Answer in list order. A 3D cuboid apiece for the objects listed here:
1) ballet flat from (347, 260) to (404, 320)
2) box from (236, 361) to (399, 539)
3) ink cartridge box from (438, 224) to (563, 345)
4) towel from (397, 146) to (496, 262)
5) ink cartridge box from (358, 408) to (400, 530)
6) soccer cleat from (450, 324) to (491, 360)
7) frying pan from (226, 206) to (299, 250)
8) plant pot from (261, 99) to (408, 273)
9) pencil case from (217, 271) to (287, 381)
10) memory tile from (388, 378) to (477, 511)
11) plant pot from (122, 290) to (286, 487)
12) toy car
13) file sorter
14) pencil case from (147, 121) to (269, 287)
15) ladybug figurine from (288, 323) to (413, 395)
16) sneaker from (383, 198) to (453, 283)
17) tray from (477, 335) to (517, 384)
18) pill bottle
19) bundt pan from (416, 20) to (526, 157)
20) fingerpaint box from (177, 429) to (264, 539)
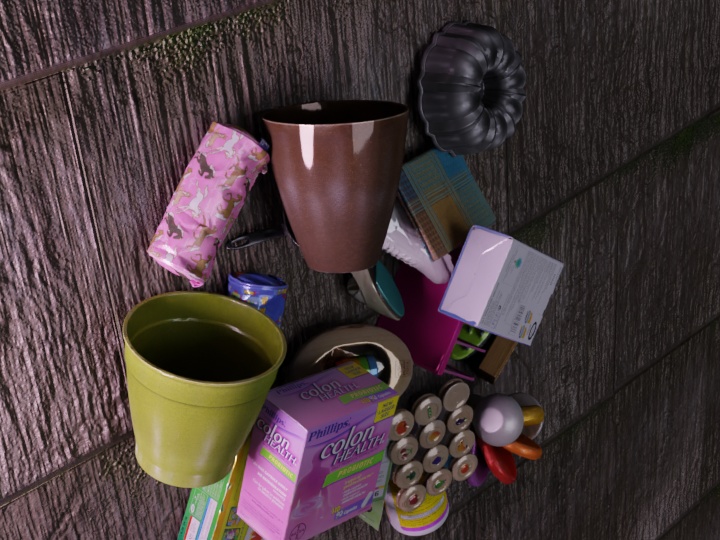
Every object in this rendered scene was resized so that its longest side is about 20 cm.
[{"bbox_3d":[0.000,0.000,1.671,0.069,0.069,0.200,-44,128,-22],"label":"ballet flat"},{"bbox_3d":[-0.058,0.248,1.564,0.176,0.097,0.201,-15,126,-44],"label":"box"},{"bbox_3d":[0.214,0.027,1.685,0.200,0.076,0.137,21,93,-51],"label":"ink cartridge box"},{"bbox_3d":[0.119,-0.104,1.687,0.200,0.022,0.147,-32,94,-53],"label":"towel"},{"bbox_3d":[-0.007,0.288,1.761,0.059,0.104,0.201,-4,111,-44],"label":"ink cartridge box"},{"bbox_3d":[0.212,0.072,1.921,0.200,0.067,0.081,-55,149,-13],"label":"soccer cleat"},{"bbox_3d":[-0.076,-0.050,1.562,0.190,0.031,0.115,-43,92,-17],"label":"frying pan"},{"bbox_3d":[-0.027,-0.105,1.486,0.187,0.187,0.201,-17,111,-40],"label":"plant pot"},{"bbox_3d":[-0.146,0.099,1.555,0.087,0.078,0.201,-10,114,-49],"label":"pencil case"},{"bbox_3d":[0.110,0.267,1.759,0.153,0.017,0.201,-26,126,-22],"label":"memory tile"},{"bbox_3d":[-0.208,0.160,1.457,0.200,0.200,0.193,-15,130,-41],"label":"plant pot"},{"bbox_3d":[0.203,0.276,1.890,0.175,0.199,0.151,10,78,-63],"label":"toy car"},{"bbox_3d":[0.136,0.052,1.779,0.125,0.139,0.201,20,92,-51],"label":"file sorter"},{"bbox_3d":[-0.187,-0.083,1.434,0.200,0.086,0.083,-62,169,-4],"label":"pencil case"},{"bbox_3d":[-0.017,0.145,1.686,0.199,0.072,0.136,-1,92,-25],"label":"ladybug figurine"},{"bbox_3d":[0.056,-0.049,1.676,0.081,0.076,0.200,-45,107,-21],"label":"sneaker"},{"bbox_3d":[0.262,0.094,1.967,0.200,0.037,0.099,-58,170,-8],"label":"tray"},{"bbox_3d":[0.077,0.324,1.862,0.104,0.104,0.201,-37,131,-28],"label":"pill bottle"},{"bbox_3d":[0.175,-0.265,1.697,0.201,0.076,0.203,-10,104,-46],"label":"bundt pan"},{"bbox_3d":[-0.153,0.305,1.643,0.167,0.073,0.201,9,100,-47],"label":"fingerpaint box"}]
